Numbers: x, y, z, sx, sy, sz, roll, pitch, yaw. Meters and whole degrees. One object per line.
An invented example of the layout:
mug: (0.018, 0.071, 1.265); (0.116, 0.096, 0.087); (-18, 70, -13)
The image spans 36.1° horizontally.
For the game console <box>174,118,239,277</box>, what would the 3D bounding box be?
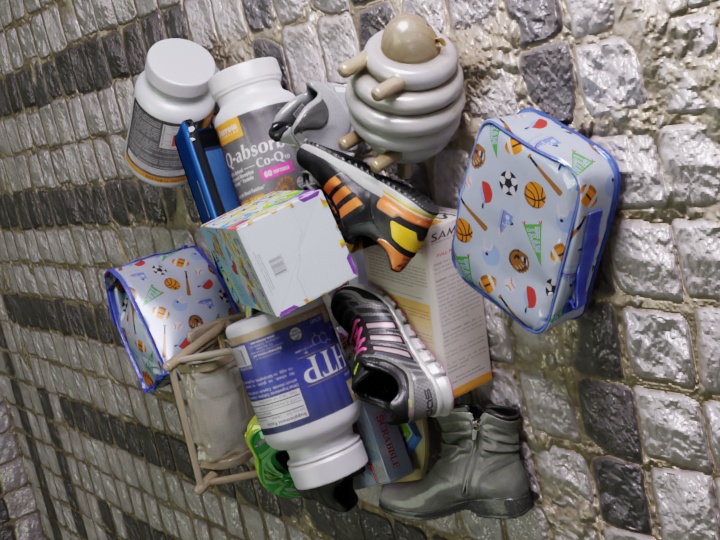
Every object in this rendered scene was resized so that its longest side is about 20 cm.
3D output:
game console: (-0.159, -0.104, 1.454); (0.171, 0.118, 0.201); (165, 86, -75)

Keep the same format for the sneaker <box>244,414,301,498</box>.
sneaker: (-0.095, 0.256, 1.458); (0.083, 0.074, 0.200); (32, 159, 31)

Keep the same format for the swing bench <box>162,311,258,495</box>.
swing bench: (-0.185, 0.185, 1.600); (0.200, 0.129, 0.200); (-83, -18, -77)

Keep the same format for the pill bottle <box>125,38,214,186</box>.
pill bottle: (-0.272, -0.225, 1.589); (0.117, 0.116, 0.201); (54, 145, 24)

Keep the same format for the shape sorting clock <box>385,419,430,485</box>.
shape sorting clock: (0.035, 0.185, 1.423); (0.200, 0.039, 0.201); (36, 135, 49)

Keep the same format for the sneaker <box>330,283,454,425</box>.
sneaker: (0.016, 0.094, 1.220); (0.200, 0.087, 0.074); (50, 144, 29)

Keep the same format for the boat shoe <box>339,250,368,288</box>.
boat shoe: (0.000, 0.000, 1.360); (0.056, 0.068, 0.202); (-11, 90, 56)

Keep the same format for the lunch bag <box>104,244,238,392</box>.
lunch bag: (-0.295, 0.068, 1.745); (0.124, 0.169, 0.201); (-37, 76, 52)

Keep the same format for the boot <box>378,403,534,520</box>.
boot: (0.104, 0.215, 1.279); (0.199, 0.068, 0.132); (-8, 98, 30)

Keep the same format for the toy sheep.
toy sheep: (0.044, -0.175, 1.138); (0.138, 0.137, 0.201); (48, 150, 32)

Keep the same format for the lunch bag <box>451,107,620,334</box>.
lunch bag: (0.170, -0.043, 1.070); (0.160, 0.075, 0.201); (37, 134, 38)

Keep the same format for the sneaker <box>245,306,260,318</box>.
sneaker: (-0.119, 0.087, 1.445); (0.090, 0.078, 0.202); (24, 123, 58)

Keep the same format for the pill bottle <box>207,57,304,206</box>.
pill bottle: (-0.120, -0.160, 1.408); (0.116, 0.116, 0.201); (-18, 91, 58)

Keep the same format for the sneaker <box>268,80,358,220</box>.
sneaker: (-0.065, -0.127, 1.288); (0.075, 0.115, 0.202); (19, 99, 49)

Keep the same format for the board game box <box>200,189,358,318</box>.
board game box: (-0.096, -0.024, 1.239); (0.105, 0.103, 0.200); (66, 164, -12)

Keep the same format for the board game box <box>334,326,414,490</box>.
board game box: (-0.022, 0.185, 1.438); (0.199, 0.041, 0.201); (-31, 76, 61)

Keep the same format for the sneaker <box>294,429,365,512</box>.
sneaker: (-0.031, 0.210, 1.365); (0.090, 0.076, 0.201); (24, 128, 39)

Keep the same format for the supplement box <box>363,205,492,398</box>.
supplement box: (0.074, 0.030, 1.251); (0.126, 0.073, 0.202); (17, 121, 52)

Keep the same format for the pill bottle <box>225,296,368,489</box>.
pill bottle: (-0.066, 0.138, 1.256); (0.119, 0.119, 0.201); (-17, 94, 58)

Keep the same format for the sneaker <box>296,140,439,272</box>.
sneaker: (-0.010, -0.070, 1.183); (0.200, 0.070, 0.091); (31, 102, 36)
